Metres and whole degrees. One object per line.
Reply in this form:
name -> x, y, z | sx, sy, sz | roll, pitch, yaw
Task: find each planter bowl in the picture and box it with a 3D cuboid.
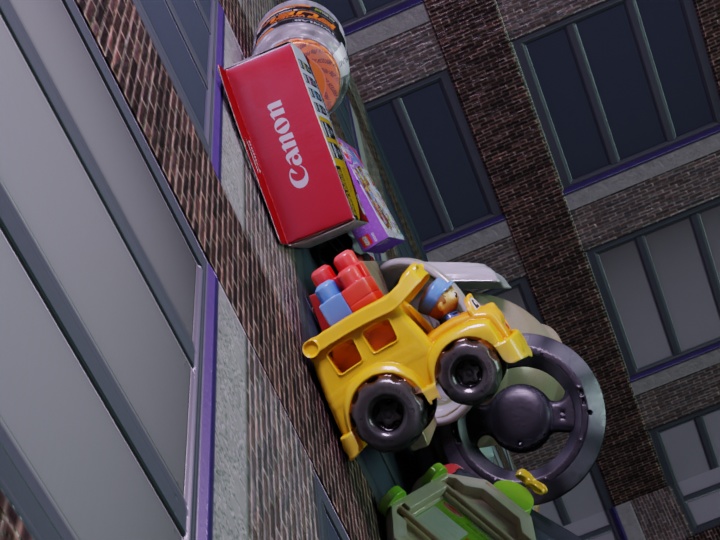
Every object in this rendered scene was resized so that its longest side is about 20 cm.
planter bowl -> 0.180, 0.129, 1.722 | 0.200, 0.133, 0.204 | -177, -90, -66

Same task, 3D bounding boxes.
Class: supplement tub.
supplement tub -> -0.074, -0.251, 1.627 | 0.200, 0.121, 0.124 | -98, 165, -68

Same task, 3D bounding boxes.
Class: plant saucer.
plant saucer -> 0.078, 0.079, 1.573 | 0.050, 0.199, 0.203 | -18, 86, -43

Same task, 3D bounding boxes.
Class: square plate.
square plate -> 0.091, 0.007, 1.735 | 0.200, 0.195, 0.029 | 16, 75, -79

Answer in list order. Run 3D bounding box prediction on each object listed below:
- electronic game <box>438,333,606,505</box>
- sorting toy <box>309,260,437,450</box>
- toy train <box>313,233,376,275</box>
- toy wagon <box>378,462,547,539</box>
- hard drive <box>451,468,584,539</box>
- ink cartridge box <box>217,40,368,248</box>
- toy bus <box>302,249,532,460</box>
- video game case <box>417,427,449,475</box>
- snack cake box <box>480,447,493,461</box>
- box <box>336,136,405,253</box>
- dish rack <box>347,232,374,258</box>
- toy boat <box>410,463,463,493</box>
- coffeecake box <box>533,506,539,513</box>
electronic game -> 0.188, 0.173, 1.568 | 0.042, 0.198, 0.202 | 41, 28, -69
sorting toy -> 0.013, 0.096, 1.465 | 0.200, 0.069, 0.201 | -2, 71, -84
toy train -> 0.000, 0.000, 1.610 | 0.200, 0.045, 0.034 | 47, 18, -39
toy wagon -> 0.118, 0.258, 1.354 | 0.155, 0.199, 0.040 | 37, -54, 28
hard drive -> 0.154, 0.292, 1.386 | 0.139, 0.198, 0.033 | -36, 150, -53
ink cartridge box -> -0.070, -0.131, 1.437 | 0.176, 0.083, 0.203 | -11, 80, -83
toy bus -> 0.041, 0.059, 1.293 | 0.194, 0.198, 0.136 | 61, 9, 5
video game case -> 0.108, 0.257, 1.687 | 0.201, 0.018, 0.145 | 97, -21, -58
snack cake box -> 0.122, 0.209, 1.882 | 0.116, 0.066, 0.202 | 99, -20, -51
box -> -0.002, -0.089, 1.644 | 0.138, 0.039, 0.200 | 62, 7, 4
dish rack -> -0.036, -0.080, 1.751 | 0.200, 0.043, 0.174 | 27, 43, -81
toy boat -> 0.133, 0.312, 1.504 | 0.131, 0.129, 0.202 | 50, 20, -72
coffeecake box -> 0.196, 0.374, 1.776 | 0.153, 0.072, 0.203 | 38, 56, -78
